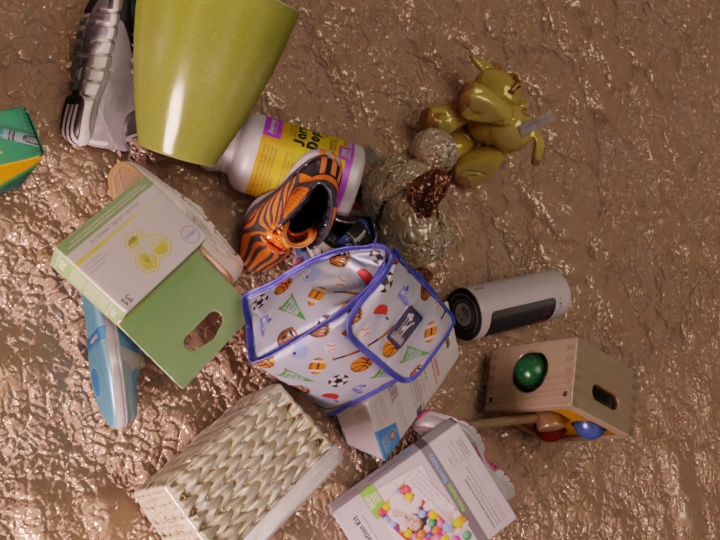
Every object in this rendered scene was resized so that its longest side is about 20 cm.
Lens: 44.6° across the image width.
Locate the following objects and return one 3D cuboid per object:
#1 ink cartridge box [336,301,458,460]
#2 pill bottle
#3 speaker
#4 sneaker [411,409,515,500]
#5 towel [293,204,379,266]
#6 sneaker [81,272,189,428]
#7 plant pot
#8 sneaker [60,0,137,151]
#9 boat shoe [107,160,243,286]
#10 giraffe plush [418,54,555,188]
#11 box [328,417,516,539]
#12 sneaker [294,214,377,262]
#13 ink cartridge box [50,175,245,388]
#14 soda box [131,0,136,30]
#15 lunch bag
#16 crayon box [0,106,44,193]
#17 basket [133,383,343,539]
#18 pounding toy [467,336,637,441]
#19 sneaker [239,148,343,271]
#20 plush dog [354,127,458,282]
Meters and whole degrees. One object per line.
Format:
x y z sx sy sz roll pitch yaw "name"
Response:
0.049 0.135 1.174 0.200 0.068 0.116 -48 138 -34 "ink cartridge box"
-0.101 -0.139 1.137 0.199 0.104 0.105 16 68 -11 "pill bottle"
0.228 0.050 1.342 0.199 0.081 0.082 -9 82 -36 "speaker"
0.133 0.276 1.210 0.200 0.081 0.088 51 57 -16 "sneaker"
-0.030 -0.020 1.219 0.146 0.030 0.201 15 66 -31 "towel"
-0.245 0.075 1.013 0.130 0.079 0.201 -3 80 -33 "sneaker"
-0.188 -0.231 1.020 0.186 0.187 0.201 12 101 -31 "plant pot"
-0.285 -0.240 1.064 0.115 0.075 0.201 12 97 -42 "sneaker"
-0.223 -0.057 1.077 0.200 0.071 0.069 49 32 -8 "boat shoe"
0.198 -0.252 1.367 0.163 0.199 0.173 -85 158 -46 "giraffe plush"
0.081 0.314 1.144 0.199 0.041 0.156 -33 97 -9 "box"
-0.001 -0.001 1.111 0.199 0.115 0.081 44 63 9 "sneaker"
-0.221 0.011 0.981 0.200 0.048 0.146 43 52 -2 "ink cartridge box"
-0.233 -0.307 1.124 0.199 0.064 0.069 26 39 -27 "soda box"
-0.008 0.064 1.015 0.170 0.199 0.124 44 23 -46 "lunch bag"
-0.442 -0.103 0.901 0.199 0.119 0.059 -21 89 -36 "crayon box"
-0.142 0.237 1.006 0.200 0.135 0.124 -39 96 -35 "basket"
0.266 0.192 1.281 0.199 0.184 0.143 28 62 -34 "pounding toy"
-0.094 -0.051 1.067 0.077 0.200 0.112 27 33 -18 "sneaker"
0.060 -0.074 1.170 0.159 0.172 0.201 -4 120 -11 "plush dog"
